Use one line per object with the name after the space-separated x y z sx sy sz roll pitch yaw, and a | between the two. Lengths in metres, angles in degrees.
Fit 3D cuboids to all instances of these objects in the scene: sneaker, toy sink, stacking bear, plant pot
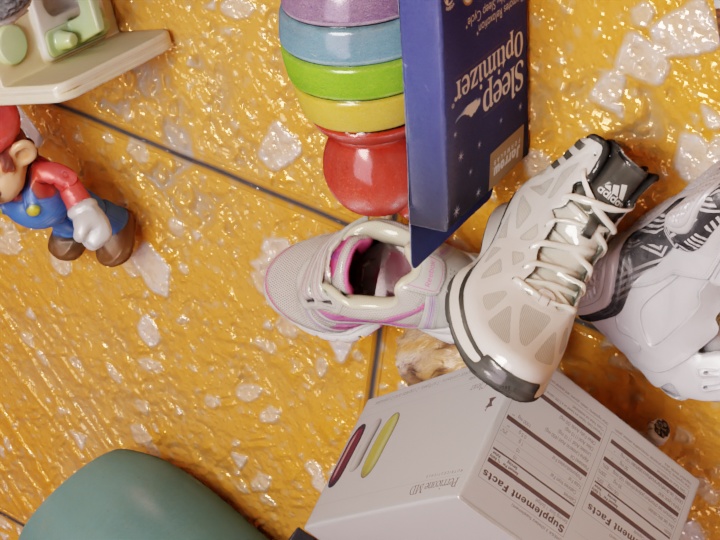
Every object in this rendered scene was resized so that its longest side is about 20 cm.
0.116 -0.018 0.853 0.075 0.201 0.115 32 126 -9 | sneaker
0.220 0.006 0.876 0.115 0.075 0.200 49 137 -1 | sneaker
-0.260 -0.193 1.051 0.199 0.130 0.113 3 118 34 | toy sink
0.000 0.000 0.988 0.199 0.082 0.088 -2 158 42 | sneaker
0.006 -0.128 0.925 0.121 0.114 0.201 12 127 29 | stacking bear
-0.194 0.251 1.233 0.161 0.200 0.201 44 133 15 | plant pot

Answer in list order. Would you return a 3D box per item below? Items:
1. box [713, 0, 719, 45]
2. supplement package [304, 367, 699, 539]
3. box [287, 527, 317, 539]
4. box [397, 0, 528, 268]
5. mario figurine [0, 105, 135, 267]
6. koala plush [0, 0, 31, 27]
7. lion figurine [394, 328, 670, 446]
0.280 -0.174 0.747 0.199 0.039 0.137 2 118 34 | box
0.087 0.154 0.948 0.156 0.111 0.200 37 151 -16 | supplement package
-0.037 0.346 1.152 0.182 0.200 0.104 34 132 2 | box
0.065 -0.110 0.880 0.032 0.121 0.201 14 124 27 | box
-0.265 -0.050 1.098 0.123 0.106 0.200 -29 144 16 | mario figurine
-0.174 -0.239 0.916 0.184 0.200 0.177 48 132 1 | koala plush
0.116 0.099 1.004 0.200 0.072 0.122 46 143 -3 | lion figurine
